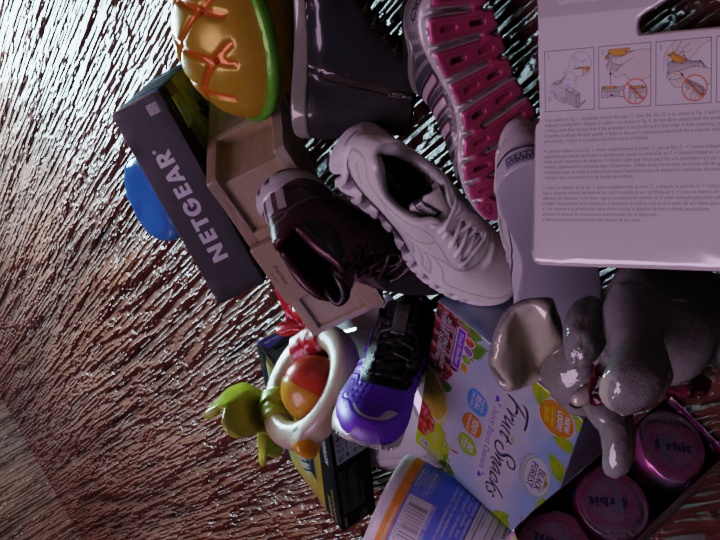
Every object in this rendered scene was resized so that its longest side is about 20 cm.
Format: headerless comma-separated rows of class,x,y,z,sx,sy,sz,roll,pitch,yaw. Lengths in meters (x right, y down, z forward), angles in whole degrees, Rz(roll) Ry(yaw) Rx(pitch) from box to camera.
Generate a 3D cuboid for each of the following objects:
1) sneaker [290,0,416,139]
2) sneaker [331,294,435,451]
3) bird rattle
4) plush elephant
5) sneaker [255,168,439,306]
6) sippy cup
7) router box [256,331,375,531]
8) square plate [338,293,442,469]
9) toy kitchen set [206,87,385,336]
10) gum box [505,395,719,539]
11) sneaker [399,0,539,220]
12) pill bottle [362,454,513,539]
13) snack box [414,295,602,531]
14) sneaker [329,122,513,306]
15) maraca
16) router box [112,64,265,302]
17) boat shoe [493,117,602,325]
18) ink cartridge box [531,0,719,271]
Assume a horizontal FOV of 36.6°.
sneaker,0.000,-0.211,0.910,0.105,0.075,0.203,3,100,7
sneaker,0.027,0.079,0.995,0.069,0.200,0.101,16,116,8
bird rattle,-0.052,0.109,1.103,0.113,0.201,0.163,42,171,-33
plush elephant,0.185,0.067,0.771,0.201,0.163,0.156,-108,33,-42
sneaker,0.000,0.000,0.921,0.076,0.198,0.116,-53,27,28
sippy cup,-0.183,-0.100,1.193,0.177,0.130,0.141,36,142,33
router box,-0.050,0.183,1.260,0.157,0.052,0.201,47,155,37
square plate,0.019,0.133,1.187,0.197,0.028,0.202,-18,99,58
toy kitchen set,-0.026,-0.089,1.037,0.201,0.162,0.182,57,-166,-36
gum box,0.179,0.196,0.836,0.066,0.199,0.114,46,148,21
sneaker,0.081,-0.135,0.841,0.087,0.073,0.201,48,164,58
pill bottle,0.109,0.270,1.050,0.198,0.112,0.113,25,139,11
snack box,0.135,0.129,0.975,0.168,0.067,0.202,41,145,29
sneaker,0.062,-0.039,0.882,0.200,0.075,0.081,40,170,-20
maraca,-0.113,-0.227,0.935,0.137,0.106,0.203,0,108,59
router box,-0.150,-0.091,1.054,0.202,0.052,0.158,62,-168,-18
boat shoe,0.139,-0.029,0.842,0.066,0.071,0.201,-91,-19,-44
ink cartridge box,0.203,-0.089,0.667,0.198,0.044,0.179,3,93,35
